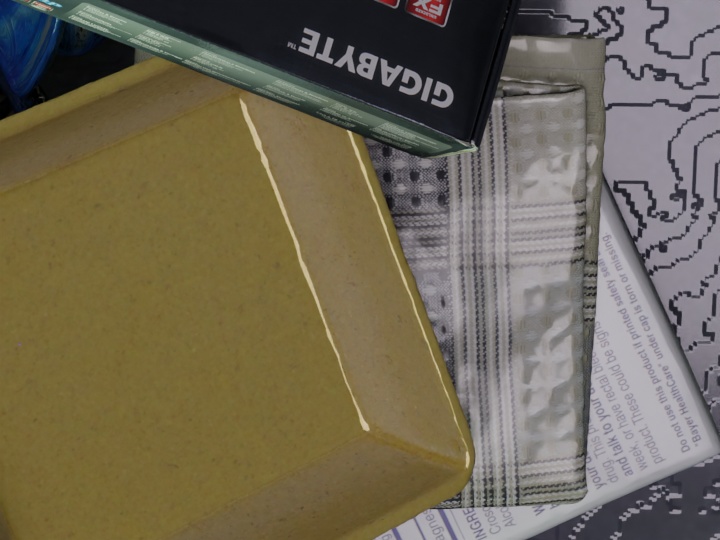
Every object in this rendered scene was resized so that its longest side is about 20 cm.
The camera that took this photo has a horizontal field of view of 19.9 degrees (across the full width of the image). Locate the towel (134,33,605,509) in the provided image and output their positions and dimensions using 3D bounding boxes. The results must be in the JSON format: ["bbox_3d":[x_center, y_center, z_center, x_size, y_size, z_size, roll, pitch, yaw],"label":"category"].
[{"bbox_3d":[0.000,0.000,0.814,0.192,0.035,0.200,1,101,3],"label":"towel"}]

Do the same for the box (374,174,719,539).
[{"bbox_3d":[0.026,0.026,0.890,0.200,0.105,0.184,-24,99,7],"label":"box"}]

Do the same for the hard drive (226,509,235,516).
[{"bbox_3d":[-0.142,0.119,0.869,0.200,0.140,0.038,10,63,10],"label":"hard drive"}]

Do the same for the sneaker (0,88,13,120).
[{"bbox_3d":[-0.204,-0.089,0.895,0.090,0.078,0.200,5,115,33],"label":"sneaker"}]

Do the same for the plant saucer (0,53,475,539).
[{"bbox_3d":[-0.077,0.027,0.756,0.200,0.048,0.200,-25,104,-22],"label":"plant saucer"}]

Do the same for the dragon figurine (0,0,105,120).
[{"bbox_3d":[-0.127,-0.108,0.801,0.099,0.059,0.200,49,133,0],"label":"dragon figurine"}]

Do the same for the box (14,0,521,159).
[{"bbox_3d":[-0.032,-0.146,0.721,0.200,0.046,0.159,20,80,-22],"label":"box"}]

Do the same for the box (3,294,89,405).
[{"bbox_3d":[-0.196,-0.020,0.816,0.160,0.049,0.200,-18,112,47],"label":"box"}]
